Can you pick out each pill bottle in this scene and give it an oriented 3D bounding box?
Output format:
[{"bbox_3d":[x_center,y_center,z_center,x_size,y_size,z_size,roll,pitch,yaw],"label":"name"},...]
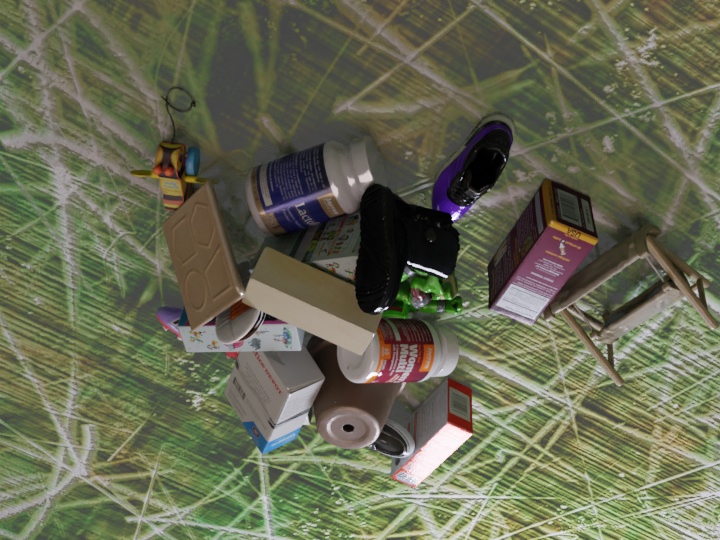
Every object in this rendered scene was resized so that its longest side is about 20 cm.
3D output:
[{"bbox_3d":[-0.066,-0.131,1.398,0.198,0.116,0.116,-17,125,17],"label":"pill bottle"},{"bbox_3d":[0.067,0.136,1.563,0.199,0.110,0.110,4,137,-36],"label":"pill bottle"}]

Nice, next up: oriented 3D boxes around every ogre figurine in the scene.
[{"bbox_3d":[0.089,0.029,1.519,0.119,0.099,0.200,-9,172,20],"label":"ogre figurine"}]

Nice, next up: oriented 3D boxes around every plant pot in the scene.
[{"bbox_3d":[-0.012,0.220,1.643,0.198,0.175,0.202,3,130,3],"label":"plant pot"}]

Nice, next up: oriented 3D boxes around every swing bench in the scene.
[{"bbox_3d":[0.431,0.044,1.480,0.200,0.130,0.199,41,123,-18],"label":"swing bench"}]

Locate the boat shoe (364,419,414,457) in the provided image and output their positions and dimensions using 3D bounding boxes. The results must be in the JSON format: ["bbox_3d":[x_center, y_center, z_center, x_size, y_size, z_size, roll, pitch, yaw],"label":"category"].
[{"bbox_3d":[0.008,0.306,1.729,0.199,0.056,0.069,21,116,29],"label":"boat shoe"}]

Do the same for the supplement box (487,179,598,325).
[{"bbox_3d":[0.283,-0.026,1.447,0.085,0.111,0.201,20,129,-11],"label":"supplement box"}]

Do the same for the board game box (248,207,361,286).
[{"bbox_3d":[-0.056,-0.038,1.429,0.198,0.148,0.065,-7,129,29],"label":"board game box"}]

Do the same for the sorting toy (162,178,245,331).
[{"bbox_3d":[-0.240,-0.020,1.410,0.036,0.187,0.200,-9,166,-35],"label":"sorting toy"}]

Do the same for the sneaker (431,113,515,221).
[{"bbox_3d":[0.162,-0.136,1.377,0.069,0.100,0.201,23,128,-10],"label":"sneaker"}]

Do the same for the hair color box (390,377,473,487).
[{"bbox_3d":[0.134,0.311,1.740,0.064,0.111,0.200,27,128,-17],"label":"hair color box"}]

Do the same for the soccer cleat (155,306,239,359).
[{"bbox_3d":[-0.270,0.101,1.655,0.199,0.067,0.077,27,106,-12],"label":"soccer cleat"}]

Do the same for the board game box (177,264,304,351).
[{"bbox_3d":[-0.191,0.061,1.541,0.198,0.148,0.065,-3,132,9],"label":"board game box"}]

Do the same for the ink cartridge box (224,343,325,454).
[{"bbox_3d":[-0.155,0.204,1.618,0.084,0.146,0.201,-17,149,-36],"label":"ink cartridge box"}]

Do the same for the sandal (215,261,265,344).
[{"bbox_3d":[-0.180,0.057,1.446,0.079,0.207,0.059,-26,120,10],"label":"sandal"}]

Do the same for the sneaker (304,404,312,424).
[{"bbox_3d":[-0.144,0.217,1.721,0.084,0.073,0.201,2,128,9],"label":"sneaker"}]

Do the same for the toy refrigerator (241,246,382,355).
[{"bbox_3d":[-0.068,0.044,1.361,0.198,0.070,0.076,24,145,-3],"label":"toy refrigerator"}]

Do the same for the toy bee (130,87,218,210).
[{"bbox_3d":[-0.297,-0.160,1.409,0.130,0.109,0.201,-9,128,16],"label":"toy bee"}]

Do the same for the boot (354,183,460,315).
[{"bbox_3d":[0.076,-0.015,1.339,0.167,0.202,0.076,20,150,-37],"label":"boot"}]
